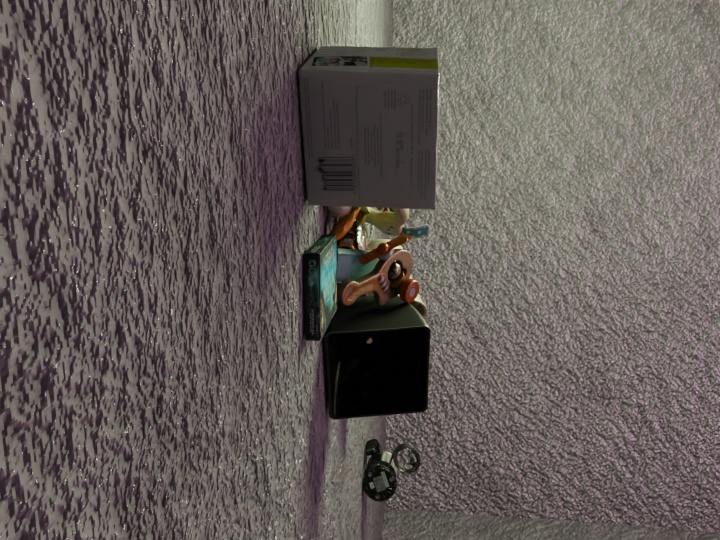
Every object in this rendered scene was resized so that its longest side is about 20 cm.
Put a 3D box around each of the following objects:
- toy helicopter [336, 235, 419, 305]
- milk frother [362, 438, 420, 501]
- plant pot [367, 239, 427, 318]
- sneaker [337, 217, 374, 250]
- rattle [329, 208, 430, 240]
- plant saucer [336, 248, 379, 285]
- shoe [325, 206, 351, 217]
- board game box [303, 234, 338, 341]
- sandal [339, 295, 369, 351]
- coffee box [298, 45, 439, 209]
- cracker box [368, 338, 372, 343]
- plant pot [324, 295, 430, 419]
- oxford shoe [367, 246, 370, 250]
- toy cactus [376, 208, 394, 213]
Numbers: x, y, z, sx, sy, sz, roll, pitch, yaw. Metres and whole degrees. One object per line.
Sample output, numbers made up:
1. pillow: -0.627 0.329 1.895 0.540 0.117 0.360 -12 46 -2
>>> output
1. toy helicopter: 0.031 0.009 1.243 0.198 0.078 0.135 -22 125 -41
2. milk frother: 0.111 0.672 2.242 0.188 0.195 0.185 -3 91 -85
3. plant pot: 0.053 0.034 1.625 0.201 0.196 0.187 81 0 -62
4. sneaker: -0.015 -0.061 1.313 0.082 0.076 0.204 61 31 -77
5. rattle: 0.043 -0.070 1.258 0.200 0.128 0.145 48 39 -41
6. plant saucer: -0.003 -0.005 1.265 0.199 0.019 0.071 1 99 -58
7. shoe: -0.024 -0.195 1.203 0.054 0.068 0.203 99 -1 -60
8. board game box: -0.063 0.022 1.080 0.200 0.028 0.138 -64 154 -77
9. sandal: -0.021 0.081 1.405 0.055 0.080 0.204 -128 -153 -63
10. coffee box: 0.022 -0.227 1.010 0.199 0.195 0.203 -79 169 -62
11. cracker box: 0.031 0.224 1.589 0.058 0.131 0.203 -82 172 -49
12. plant pot: 0.027 0.156 1.310 0.178 0.195 0.204 -101 -172 -62
13. oxford shoe: 0.000 0.000 1.485 0.200 0.069 0.075 -86 -179 -72
14. toy cactus: 0.020 -0.187 1.358 0.165 0.101 0.203 -120 -176 -82
